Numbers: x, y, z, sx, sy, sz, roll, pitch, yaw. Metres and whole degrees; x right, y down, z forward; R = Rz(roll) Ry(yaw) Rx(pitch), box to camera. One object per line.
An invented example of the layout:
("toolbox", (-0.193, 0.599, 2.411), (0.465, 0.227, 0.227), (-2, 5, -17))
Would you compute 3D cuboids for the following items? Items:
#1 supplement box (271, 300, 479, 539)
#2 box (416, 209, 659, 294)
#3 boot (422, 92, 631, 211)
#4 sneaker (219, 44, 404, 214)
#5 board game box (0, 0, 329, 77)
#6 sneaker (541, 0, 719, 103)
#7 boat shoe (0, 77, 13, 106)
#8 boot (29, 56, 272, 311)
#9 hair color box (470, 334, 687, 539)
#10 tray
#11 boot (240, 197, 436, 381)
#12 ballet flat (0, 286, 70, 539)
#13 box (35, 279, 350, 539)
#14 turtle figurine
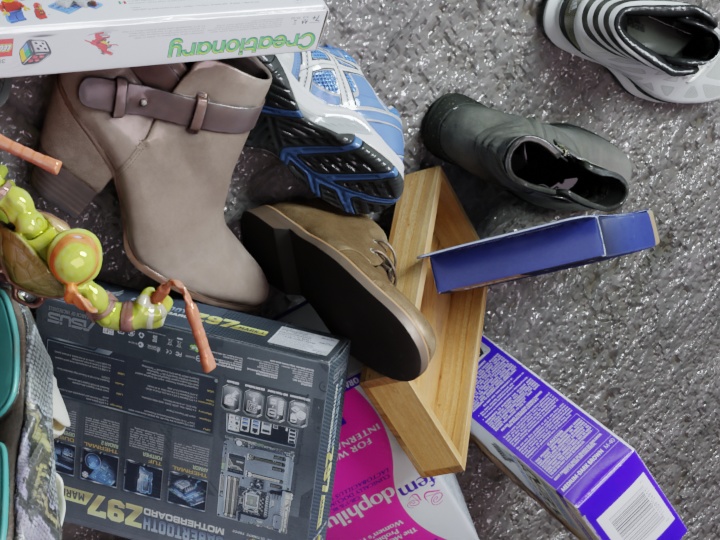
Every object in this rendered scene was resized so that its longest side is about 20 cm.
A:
("supplement box", (-0.004, 0.127, 1.001), (0.101, 0.104, 0.201), (-28, 127, 4))
("box", (0.127, -0.014, 0.968), (0.200, 0.120, 0.033), (-6, 83, -65))
("boot", (0.149, -0.067, 1.001), (0.199, 0.130, 0.068), (12, 104, -35))
("sneaker", (-0.050, -0.119, 0.903), (0.200, 0.077, 0.075), (39, 133, -25))
("board game box", (-0.132, -0.168, 0.784), (0.199, 0.127, 0.035), (-9, 141, -27))
("sneaker", (0.237, -0.155, 1.024), (0.199, 0.115, 0.076), (13, 104, -35))
("boat shoe", (-0.289, -0.124, 0.756), (0.201, 0.065, 0.075), (2, 91, -38))
("boot", (-0.103, -0.070, 0.860), (0.199, 0.070, 0.146), (29, 116, -28))
("hair color box", (0.143, 0.137, 1.047), (0.065, 0.200, 0.109), (-42, 127, -6))
("tray", (0.048, 0.032, 0.961), (0.037, 0.201, 0.099), (-14, 129, 23))
("boot", (0.000, 0.000, 0.897), (0.075, 0.200, 0.074), (-21, 126, -24))
("ballet flat", (-0.209, 0.106, 0.842), (0.071, 0.202, 0.072), (-6, 146, -4))
("box", (-0.114, 0.101, 0.891), (0.051, 0.198, 0.159), (-46, 145, -67))
("turtle figurine", (-0.179, -0.008, 0.800), (0.200, 0.161, 0.065), (46, 75, -29))
